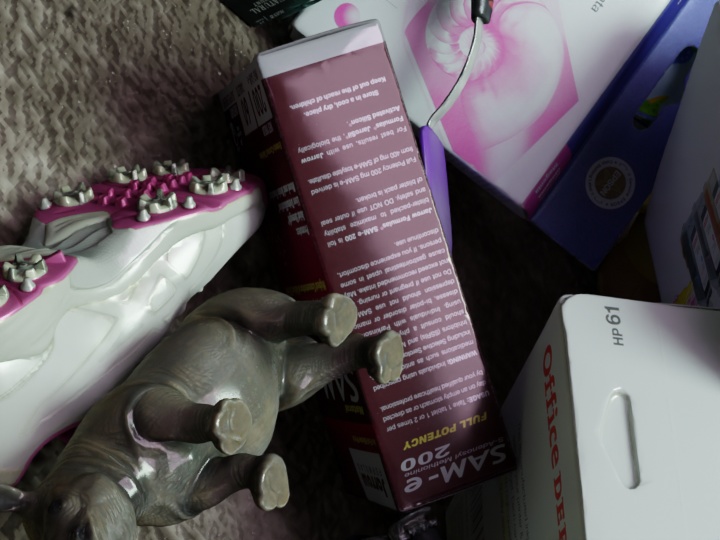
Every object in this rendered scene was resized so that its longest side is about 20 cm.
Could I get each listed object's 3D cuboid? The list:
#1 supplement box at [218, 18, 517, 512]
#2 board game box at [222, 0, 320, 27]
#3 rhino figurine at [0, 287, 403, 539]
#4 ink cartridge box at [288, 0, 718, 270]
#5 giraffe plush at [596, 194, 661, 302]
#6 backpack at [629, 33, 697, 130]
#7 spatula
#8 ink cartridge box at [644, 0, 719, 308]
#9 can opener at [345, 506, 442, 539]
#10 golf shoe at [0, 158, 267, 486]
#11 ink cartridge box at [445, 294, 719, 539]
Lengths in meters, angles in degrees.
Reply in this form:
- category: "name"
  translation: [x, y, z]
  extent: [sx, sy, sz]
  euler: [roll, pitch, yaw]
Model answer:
- category: "supplement box"
  translation: [0.000, 0.000, 0.757]
  extent: [0.060, 0.109, 0.202]
  euler: [-19, 92, -14]
- category: "board game box"
  translation: [0.012, -0.220, 0.816]
  extent: [0.028, 0.135, 0.202]
  euler: [37, 56, -30]
- category: "rhino figurine"
  translation: [-0.070, 0.066, 0.634]
  extent: [0.200, 0.087, 0.060]
  euler: [-41, 121, -46]
- category: "ink cartridge box"
  translation: [0.099, -0.136, 0.830]
  extent: [0.199, 0.043, 0.197]
  euler: [36, 89, -5]
- category: "giraffe plush"
  translation: [0.188, 0.024, 0.914]
  extent: [0.163, 0.199, 0.173]
  euler: [66, 11, 27]
- category: "backpack"
  translation: [0.135, -0.158, 0.920]
  extent: [0.162, 0.153, 0.202]
  euler: [-28, 113, -24]
- category: "spatula"
  translation: [0.048, -0.101, 0.786]
  extent: [0.056, 0.020, 0.203]
  euler: [30, 69, -75]
- category: "ink cartridge box"
  translation: [0.225, -0.003, 0.761]
  extent: [0.143, 0.146, 0.201]
  euler: [5, 44, -7]
- category: "can opener"
  translation: [-0.007, 0.137, 0.673]
  extent: [0.199, 0.063, 0.080]
  euler: [11, 61, -59]
- category: "golf shoe"
  translation: [-0.109, 0.016, 0.694]
  extent: [0.199, 0.075, 0.093]
  euler: [-31, 123, -46]
- category: "ink cartridge box"
  translation: [0.102, 0.125, 0.736]
  extent: [0.084, 0.201, 0.146]
  euler: [5, 55, -9]
